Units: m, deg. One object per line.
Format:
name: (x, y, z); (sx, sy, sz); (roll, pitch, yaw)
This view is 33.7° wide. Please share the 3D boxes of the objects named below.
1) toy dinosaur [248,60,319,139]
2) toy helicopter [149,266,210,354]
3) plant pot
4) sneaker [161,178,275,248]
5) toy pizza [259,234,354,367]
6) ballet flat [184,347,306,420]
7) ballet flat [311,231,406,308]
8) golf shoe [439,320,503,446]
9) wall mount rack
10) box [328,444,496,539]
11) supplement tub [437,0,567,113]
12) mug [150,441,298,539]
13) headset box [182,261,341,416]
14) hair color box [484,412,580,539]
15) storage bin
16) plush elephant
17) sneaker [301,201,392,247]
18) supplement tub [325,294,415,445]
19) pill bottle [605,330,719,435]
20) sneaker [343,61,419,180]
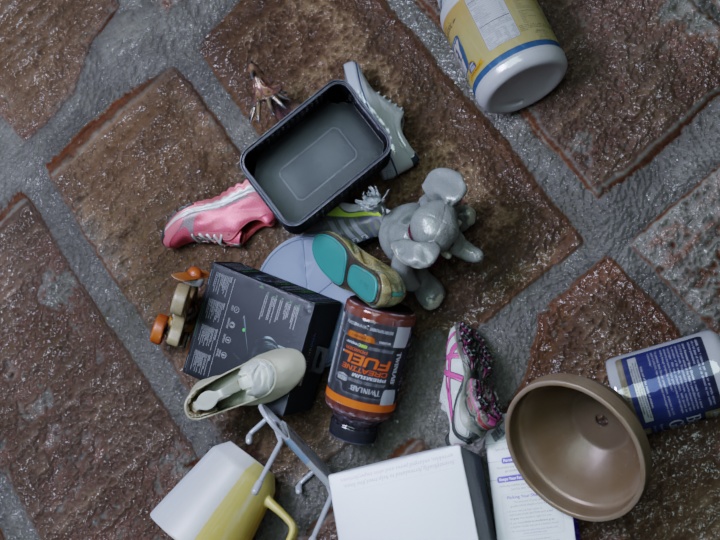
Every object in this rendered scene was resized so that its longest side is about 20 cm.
toy dinosaur: (-0.098, -0.230, 1.832); (0.199, 0.135, 0.086); (30, 86, 21)
toy helicopter: (-0.261, 0.048, 1.785); (0.078, 0.200, 0.134); (19, 77, -2)
plant pot: (0.294, 0.213, 1.535); (0.199, 0.092, 0.203); (20, 123, 33)
sneaker: (-0.222, -0.070, 1.865); (0.198, 0.074, 0.088); (-25, 71, 10)
toy pizza: (-0.073, 0.047, 1.797); (0.198, 0.032, 0.203); (0, 89, 26)
ballet flat: (-0.169, 0.165, 1.685); (0.198, 0.069, 0.070); (-25, 70, 23)
ballet flat: (0.000, 0.000, 1.702); (0.071, 0.071, 0.200); (-53, 38, -1)
golf shoe: (0.139, 0.155, 1.665); (0.092, 0.072, 0.201); (-39, 32, 27)
wall mount rack: (-0.095, 0.288, 1.661); (0.074, 0.174, 0.200); (-41, 109, 3)
box: (0.078, 0.361, 1.627); (0.196, 0.131, 0.203); (-14, 72, 13)
supplement tub: (0.204, -0.351, 1.761); (0.143, 0.145, 0.202); (-27, 69, 10)
mug: (-0.187, 0.346, 1.727); (0.186, 0.149, 0.154); (38, 79, -9)
headset box: (-0.140, 0.100, 1.759); (0.198, 0.093, 0.176); (19, 98, 24)
hair color box: (0.235, 0.294, 1.630); (0.108, 0.065, 0.203); (-10, 75, 16)
storage bin: (-0.063, -0.164, 1.738); (0.199, 0.094, 0.136); (-38, 85, -4)
plush elephant: (0.103, -0.051, 1.673); (0.154, 0.199, 0.166); (13, 72, 59)
sneaker: (-0.003, -0.060, 1.801); (0.198, 0.074, 0.082); (8, 88, 25)
supplement tub: (0.010, 0.144, 1.705); (0.106, 0.107, 0.203); (16, 100, 21)
pill bottle: (0.435, 0.145, 1.578); (0.198, 0.111, 0.113); (-18, 71, 13)
sneaker: (0.032, -0.236, 1.836); (0.070, 0.073, 0.202); (-21, 76, -5)
